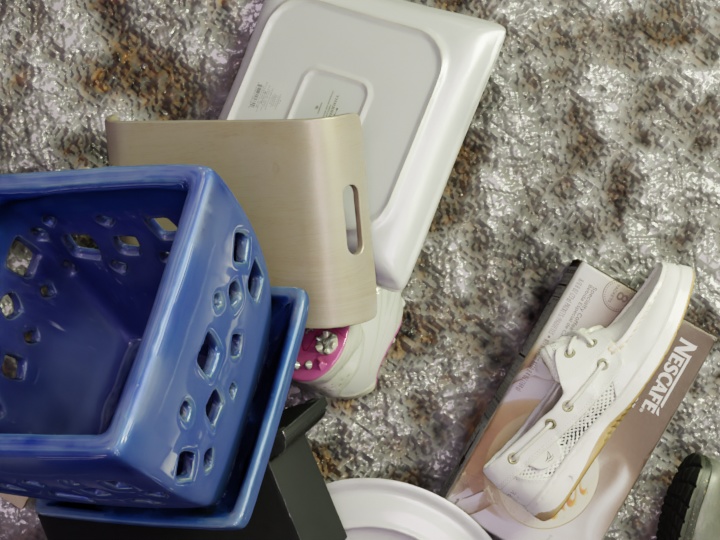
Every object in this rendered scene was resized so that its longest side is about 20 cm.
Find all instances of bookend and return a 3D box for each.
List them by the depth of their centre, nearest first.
[{"bbox_3d":[-0.089,0.218,1.394,0.200,0.092,0.199,-21,95,20],"label":"bookend"}]

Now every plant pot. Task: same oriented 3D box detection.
[{"bbox_3d":[-0.155,0.061,1.283,0.200,0.180,0.200,-1,63,31],"label":"plant pot"}]

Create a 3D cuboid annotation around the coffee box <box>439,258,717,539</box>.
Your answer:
[{"bbox_3d":[0.154,0.106,1.433,0.114,0.080,0.200,31,91,1],"label":"coffee box"}]

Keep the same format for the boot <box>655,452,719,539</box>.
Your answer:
[{"bbox_3d":[0.279,0.234,1.447,0.130,0.068,0.201,6,98,-4],"label":"boot"}]

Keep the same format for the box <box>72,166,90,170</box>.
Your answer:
[{"bbox_3d":[-0.275,-0.031,1.418,0.199,0.121,0.032,-17,91,1],"label":"box"}]

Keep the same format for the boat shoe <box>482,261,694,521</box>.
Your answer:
[{"bbox_3d":[0.153,0.071,1.357,0.069,0.071,0.200,33,92,0],"label":"boat shoe"}]

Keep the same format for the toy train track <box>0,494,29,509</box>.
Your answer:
[{"bbox_3d":[-0.207,0.084,1.462,0.115,0.033,0.200,31,90,1],"label":"toy train track"}]

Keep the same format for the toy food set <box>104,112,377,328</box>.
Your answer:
[{"bbox_3d":[-0.086,-0.038,1.392,0.199,0.060,0.144,1,103,25],"label":"toy food set"}]

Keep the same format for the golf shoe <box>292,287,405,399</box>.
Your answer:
[{"bbox_3d":[0.000,0.000,1.447,0.075,0.092,0.200,8,68,36],"label":"golf shoe"}]

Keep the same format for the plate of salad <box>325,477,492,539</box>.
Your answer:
[{"bbox_3d":[0.019,0.235,1.441,0.199,0.048,0.201,6,113,14],"label":"plate of salad"}]

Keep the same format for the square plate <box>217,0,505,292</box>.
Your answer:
[{"bbox_3d":[-0.020,-0.107,1.413,0.198,0.028,0.200,20,85,28],"label":"square plate"}]
